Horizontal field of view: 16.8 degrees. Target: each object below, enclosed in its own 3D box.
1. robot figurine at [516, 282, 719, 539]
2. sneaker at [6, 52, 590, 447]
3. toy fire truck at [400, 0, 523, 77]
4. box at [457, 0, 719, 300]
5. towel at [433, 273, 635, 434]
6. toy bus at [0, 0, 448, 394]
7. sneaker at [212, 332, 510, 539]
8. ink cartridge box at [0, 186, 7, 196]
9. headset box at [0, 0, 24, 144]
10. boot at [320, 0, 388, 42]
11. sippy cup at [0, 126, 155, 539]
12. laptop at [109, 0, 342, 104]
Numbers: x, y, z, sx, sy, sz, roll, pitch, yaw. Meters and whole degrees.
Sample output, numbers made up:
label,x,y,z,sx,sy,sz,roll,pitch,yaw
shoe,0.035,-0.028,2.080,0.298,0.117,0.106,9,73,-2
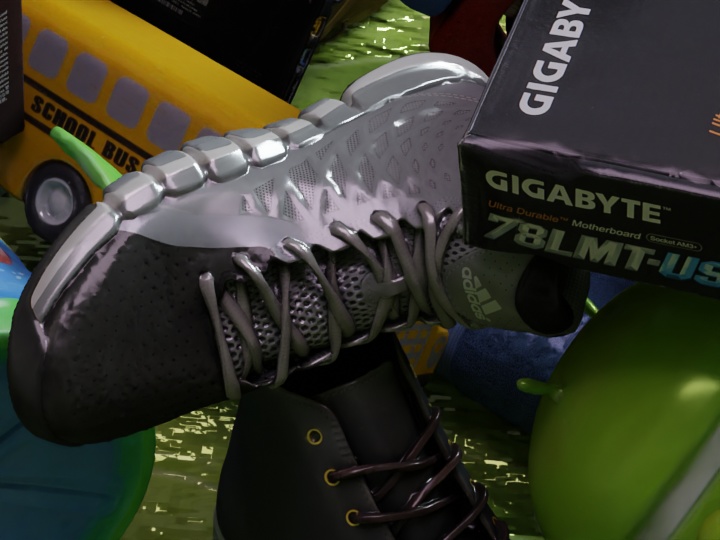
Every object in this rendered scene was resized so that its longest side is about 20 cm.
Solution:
label,x,y,z,sx,sy,sz,roll,pitch,yaw
robot figurine,0.138,0.076,0.741,0.200,0.116,0.175,35,24,4
sneaker,0.000,0.000,0.713,0.200,0.075,0.115,-34,40,-31
toy fire truck,0.105,-0.117,0.903,0.167,0.200,0.112,21,46,-18
box,0.151,-0.069,0.703,0.198,0.050,0.200,14,50,15
towel,0.066,0.006,0.898,0.200,0.049,0.112,29,49,29
toy bus,-0.055,-0.028,0.877,0.200,0.079,0.065,31,16,27
sneaker,0.020,0.093,0.751,0.075,0.107,0.200,-30,49,-31
ink cartridge box,-0.253,-0.050,0.929,0.146,0.083,0.200,33,50,31
headset box,-0.191,-0.141,0.821,0.148,0.200,0.075,32,48,25
boot,-0.024,-0.115,1.033,0.074,0.076,0.200,37,70,27
sippy cup,-0.152,0.034,0.789,0.177,0.140,0.130,-18,46,-20
laptop,-0.059,-0.116,0.994,0.187,0.201,0.116,33,15,32
